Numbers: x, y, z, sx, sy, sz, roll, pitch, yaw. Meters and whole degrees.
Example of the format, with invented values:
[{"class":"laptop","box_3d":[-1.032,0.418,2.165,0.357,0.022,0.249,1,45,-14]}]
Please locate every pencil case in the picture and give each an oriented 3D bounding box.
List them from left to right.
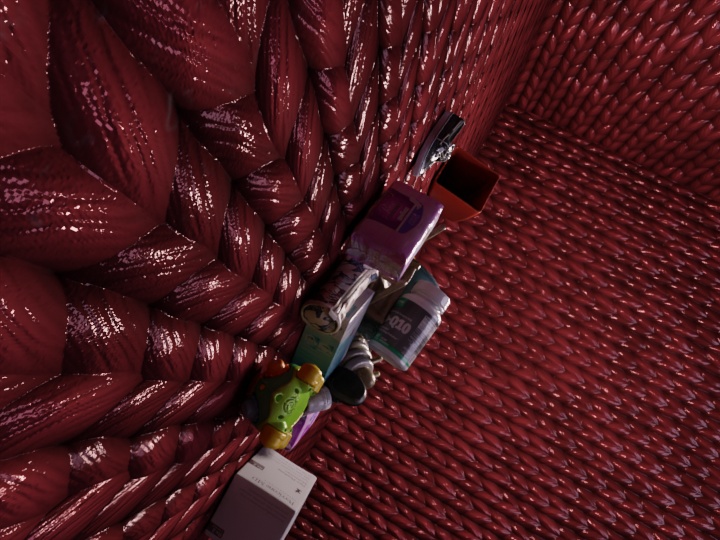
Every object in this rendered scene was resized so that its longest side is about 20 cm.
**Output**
[{"class":"pencil case","box_3d":[-0.035,0.039,0.973,0.089,0.078,0.200,-33,-168,40]}]

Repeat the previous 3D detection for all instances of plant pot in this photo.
[{"class":"plant pot","box_3d":[0.076,0.085,1.352,0.196,0.200,0.200,-46,166,-23]},{"class":"plant pot","box_3d":[0.357,-0.295,1.896,0.200,0.200,0.176,-57,-178,-28]}]

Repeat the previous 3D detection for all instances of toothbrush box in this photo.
[{"class":"toothbrush box","box_3d":[-0.062,0.130,1.099,0.146,0.085,0.200,-45,161,-58]}]

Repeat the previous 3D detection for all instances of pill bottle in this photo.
[{"class":"pill bottle","box_3d":[0.119,0.128,1.219,0.200,0.113,0.113,-52,170,-13]}]

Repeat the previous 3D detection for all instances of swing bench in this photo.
[{"class":"swing bench","box_3d":[0.068,-0.019,1.171,0.199,0.130,0.200,-53,173,-33]}]

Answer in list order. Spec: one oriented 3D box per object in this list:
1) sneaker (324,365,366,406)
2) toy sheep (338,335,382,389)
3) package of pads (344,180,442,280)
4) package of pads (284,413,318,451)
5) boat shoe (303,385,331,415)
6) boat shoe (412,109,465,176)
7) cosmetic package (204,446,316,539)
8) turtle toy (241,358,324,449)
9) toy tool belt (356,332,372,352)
[{"class":"sneaker","box_3d":[-0.057,0.278,1.164,0.076,0.199,0.115,-28,120,-39]},{"class":"toy sheep","box_3d":[-0.032,0.223,1.265,0.138,0.200,0.138,-20,126,-30]},{"class":"package of pads","box_3d":[0.068,-0.081,1.002,0.200,0.120,0.076,-54,169,-40]},{"class":"package of pads","box_3d":[-0.162,0.387,1.377,0.121,0.076,0.200,-64,171,10]},{"class":"boat shoe","box_3d":[-0.140,0.300,1.147,0.068,0.072,0.200,-4,172,-36]},{"class":"boat shoe","box_3d":[0.196,-0.305,1.264,0.200,0.068,0.074,-57,171,-23]},{"class":"cosmetic package","box_3d":[-0.231,0.558,1.224,0.165,0.165,0.200,-62,173,4]},{"class":"turtle toy","box_3d":[-0.138,0.218,0.873,0.146,0.101,0.200,-58,172,-17]},{"class":"toy tool belt","box_3d":[-0.022,0.205,1.456,0.200,0.125,0.123,-65,177,41]}]
